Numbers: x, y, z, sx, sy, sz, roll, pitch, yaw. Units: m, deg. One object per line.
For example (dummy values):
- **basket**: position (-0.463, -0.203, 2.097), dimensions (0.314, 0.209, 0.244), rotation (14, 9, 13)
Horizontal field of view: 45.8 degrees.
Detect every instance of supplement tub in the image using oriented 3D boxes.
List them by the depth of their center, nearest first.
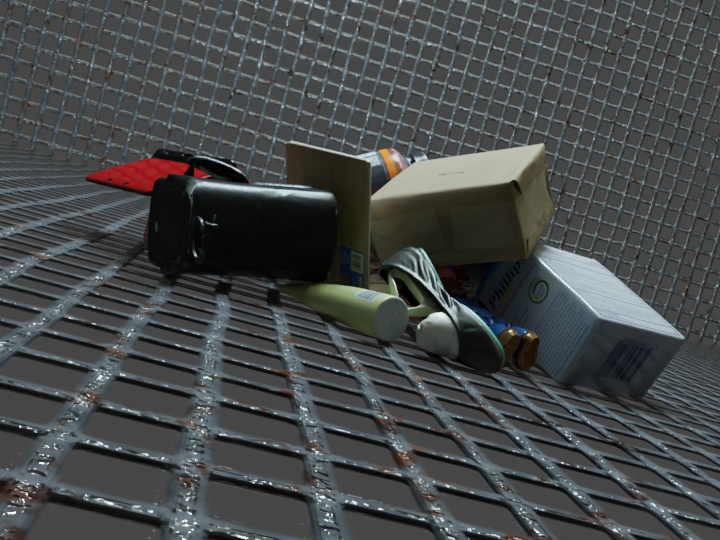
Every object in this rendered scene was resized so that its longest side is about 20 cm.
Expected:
- **supplement tub**: position (0.007, -0.121, 1.280), dimensions (0.199, 0.107, 0.107), rotation (-14, 9, -7)

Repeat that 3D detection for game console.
- **game console**: position (-0.244, -0.098, 1.167), dimensions (0.200, 0.119, 0.173), rotation (16, -29, 47)

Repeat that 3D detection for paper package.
- **paper package**: position (0.136, -0.085, 1.120), dimensions (0.199, 0.104, 0.191), rotation (-5, 21, 27)

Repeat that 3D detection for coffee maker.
- **coffee maker**: position (-0.130, -0.039, 1.006), dimensions (0.199, 0.135, 0.192), rotation (2, 28, -31)

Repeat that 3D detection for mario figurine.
- **mario figurine**: position (0.124, 0.074, 1.073), dimensions (0.200, 0.106, 0.124), rotation (35, -18, 45)

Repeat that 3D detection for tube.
- **tube**: position (-0.022, 0.040, 1.013), dimensions (0.200, 0.052, 0.058), rotation (15, -39, 53)

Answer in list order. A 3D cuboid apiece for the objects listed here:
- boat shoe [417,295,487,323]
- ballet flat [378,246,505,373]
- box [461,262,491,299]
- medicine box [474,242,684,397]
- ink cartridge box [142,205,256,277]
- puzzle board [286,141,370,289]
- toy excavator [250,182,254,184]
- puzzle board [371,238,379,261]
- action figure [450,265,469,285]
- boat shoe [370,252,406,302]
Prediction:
- **boat shoe**: position (0.168, 0.067, 1.197), dimensions (0.199, 0.068, 0.072), rotation (14, 5, -21)
- **ballet flat**: position (0.082, 0.052, 0.974), dimensions (0.068, 0.068, 0.200), rotation (-18, 46, -22)
- **box**: position (0.170, 0.004, 1.296), dimensions (0.163, 0.086, 0.200), rotation (19, -28, 30)
- **medicine box**: position (0.286, 0.059, 1.127), dimensions (0.182, 0.103, 0.200), rotation (13, 25, -36)
- **ink cartridge box**: position (-0.211, -0.043, 1.192), dimensions (0.116, 0.068, 0.200), rotation (13, 4, -35)
- **puzzle board**: position (-0.040, -0.057, 1.102), dimensions (0.150, 0.201, 0.017), rotation (20, 28, 41)
- **toy excavator**: position (-0.237, -0.088, 1.528), dimensions (0.099, 0.201, 0.195), rotation (14, -40, -14)
- **puzzle board**: position (-0.042, -0.039, 1.255), dimensions (0.199, 0.017, 0.151), rotation (-2, -29, 10)
- **action figure**: position (0.110, 0.025, 1.230), dimensions (0.051, 0.066, 0.200), rotation (17, -26, -5)
- **boat shoe**: position (0.000, 0.000, 1.221), dimensions (0.199, 0.072, 0.072), rotation (9, -1, 42)
